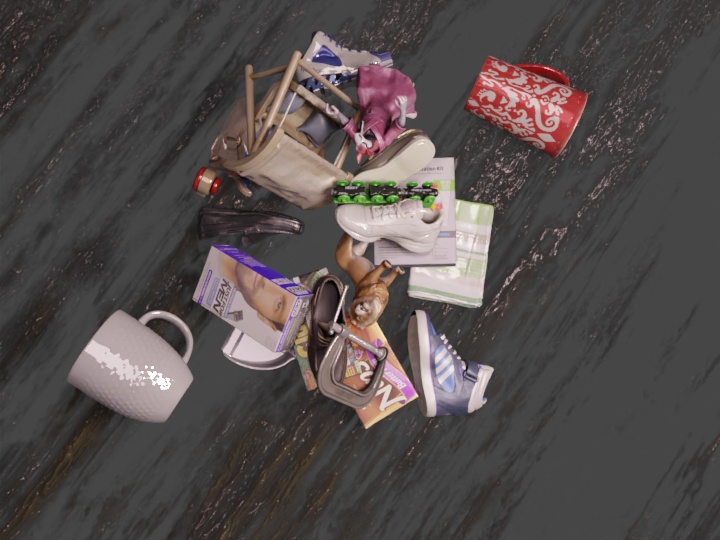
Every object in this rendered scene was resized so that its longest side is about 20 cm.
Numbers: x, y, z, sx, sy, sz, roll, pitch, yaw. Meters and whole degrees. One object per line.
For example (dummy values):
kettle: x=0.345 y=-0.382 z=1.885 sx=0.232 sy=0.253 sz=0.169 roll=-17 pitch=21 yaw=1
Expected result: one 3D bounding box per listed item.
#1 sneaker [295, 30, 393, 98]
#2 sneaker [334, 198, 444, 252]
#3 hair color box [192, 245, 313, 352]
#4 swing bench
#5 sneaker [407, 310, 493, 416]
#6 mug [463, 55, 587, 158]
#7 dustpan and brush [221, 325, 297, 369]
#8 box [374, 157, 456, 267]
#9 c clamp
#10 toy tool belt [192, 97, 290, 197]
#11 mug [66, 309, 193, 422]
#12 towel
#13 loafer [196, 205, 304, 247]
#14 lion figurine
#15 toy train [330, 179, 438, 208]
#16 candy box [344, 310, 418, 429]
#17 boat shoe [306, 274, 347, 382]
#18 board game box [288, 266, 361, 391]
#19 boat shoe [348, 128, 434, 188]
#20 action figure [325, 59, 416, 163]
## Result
sneaker: x=-0.041 y=-0.401 z=1.263 sx=0.197 sy=0.081 sz=0.116 roll=-18 pitch=90 yaw=-4
sneaker: x=0.053 y=-0.095 z=1.165 sx=0.198 sy=0.100 sz=0.075 roll=9 pitch=45 yaw=-22
hair color box: x=-0.191 y=0.047 z=1.178 sx=0.199 sy=0.065 sz=0.110 roll=28 pitch=103 yaw=21
swing bench: x=-0.108 y=-0.232 z=1.164 sx=0.129 sy=0.198 sz=0.202 roll=-1 pitch=74 yaw=38
sneaker: x=0.172 y=0.168 z=1.249 sx=0.145 sy=0.081 sz=0.202 roll=-6 pitch=83 yaw=-14
mug: x=0.311 y=-0.323 z=1.285 sx=0.198 sy=0.178 sz=0.134 roll=24 pitch=121 yaw=1
dustpan and brush: x=-0.141 y=0.137 z=1.227 sx=0.199 sy=0.057 sz=0.141 roll=29 pitch=84 yaw=-3
box: x=0.102 y=-0.108 z=1.259 sx=0.154 sy=0.041 sz=0.203 roll=0 pitch=82 yaw=5
c clamp: x=-0.006 y=0.145 z=1.141 sx=0.027 sy=0.200 sz=0.172 roll=13 pitch=70 yaw=39
toy tool belt: x=-0.206 y=-0.204 z=1.211 sx=0.122 sy=0.125 sz=0.202 roll=26 pitch=67 yaw=-7
mug: x=-0.377 y=0.159 z=1.176 sx=0.175 sy=0.148 sz=0.201 roll=35 pitch=53 yaw=-7
towel: x=0.174 y=-0.038 z=1.282 sx=0.147 sy=0.031 sz=0.202 roll=10 pitch=85 yaw=-5
loafer: x=-0.202 y=-0.077 z=1.236 sx=0.198 sy=0.068 sz=0.071 roll=5 pitch=93 yaw=1
lion figurine: x=0.000 y=0.000 z=1.214 sx=0.123 sy=0.072 sz=0.201 roll=-45 pitch=51 yaw=21
toy train: x=0.042 y=-0.133 z=1.196 sx=0.198 sy=0.056 sz=0.042 roll=-1 pitch=69 yaw=-13
candy box: x=0.007 y=0.174 z=1.239 sx=0.116 sy=0.056 sz=0.201 roll=-29 pitch=86 yaw=-6
boat shoe: x=-0.059 y=0.105 z=1.154 sx=0.074 sy=0.073 sz=0.202 roll=-4 pitch=81 yaw=-3
board game box: x=-0.077 y=0.105 z=1.202 sx=0.104 sy=0.023 sz=0.202 roll=-19 pitch=82 yaw=-3
boat shoe: x=0.042 y=-0.185 z=1.224 sx=0.201 sy=0.061 sz=0.072 roll=-33 pitch=130 yaw=13
action figure: x=0.021 y=-0.262 z=1.170 sx=0.132 sy=0.149 sz=0.202 roll=10 pitch=63 yaw=12
